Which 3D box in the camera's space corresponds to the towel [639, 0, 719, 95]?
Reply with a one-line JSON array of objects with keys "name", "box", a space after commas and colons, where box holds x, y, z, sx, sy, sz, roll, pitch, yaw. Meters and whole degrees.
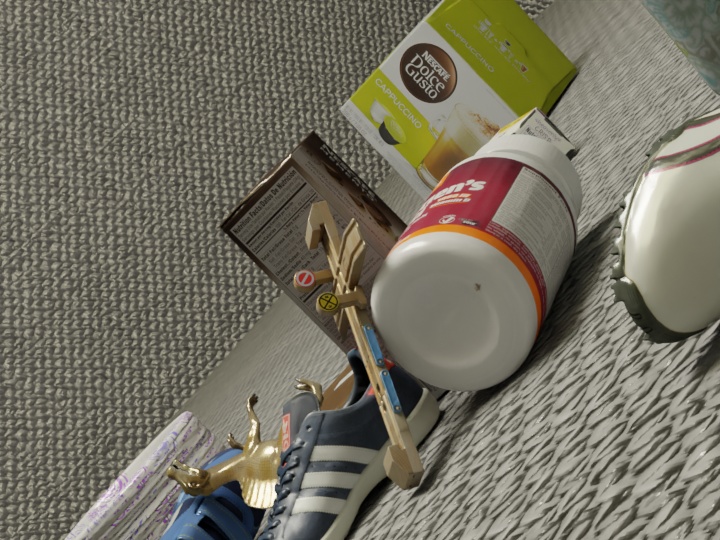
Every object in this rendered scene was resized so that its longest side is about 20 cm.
[{"name": "towel", "box": [0.250, -0.241, 1.010, 0.048, 0.171, 0.200, -37, 9, 44]}]

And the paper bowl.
[{"name": "paper bowl", "box": [-0.196, 0.241, 1.295, 0.201, 0.104, 0.201, -46, 6, 6]}]

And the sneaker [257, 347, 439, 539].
[{"name": "sneaker", "box": [-0.036, 0.135, 0.910, 0.200, 0.084, 0.075, -49, 6, -27]}]

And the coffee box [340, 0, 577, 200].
[{"name": "coffee box", "box": [0.132, -0.241, 1.809, 0.198, 0.200, 0.200, -41, 7, 41]}]

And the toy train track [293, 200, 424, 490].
[{"name": "toy train track", "box": [-0.008, 0.046, 0.867, 0.032, 0.202, 0.115, -12, -30, -16]}]

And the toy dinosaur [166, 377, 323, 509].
[{"name": "toy dinosaur", "box": [-0.052, 0.141, 1.060, 0.198, 0.058, 0.102, -11, 41, 28]}]

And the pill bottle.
[{"name": "pill bottle", "box": [0.087, -0.014, 0.925, 0.109, 0.110, 0.200, -42, 7, 33]}]

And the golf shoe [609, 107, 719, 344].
[{"name": "golf shoe", "box": [0.189, -0.051, 0.601, 0.200, 0.077, 0.088, -48, 12, -10]}]

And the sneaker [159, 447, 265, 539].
[{"name": "sneaker", "box": [-0.127, 0.224, 1.075, 0.201, 0.074, 0.082, -54, 14, -28]}]

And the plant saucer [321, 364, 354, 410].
[{"name": "plant saucer", "box": [0.006, 0.100, 1.177, 0.200, 0.029, 0.200, -47, 5, 5]}]

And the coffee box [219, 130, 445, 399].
[{"name": "coffee box", "box": [0.000, 0.000, 1.016, 0.080, 0.200, 0.113, -43, 5, 15]}]

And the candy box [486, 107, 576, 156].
[{"name": "candy box", "box": [0.114, -0.064, 1.372, 0.200, 0.061, 0.136, -47, 5, -9]}]
